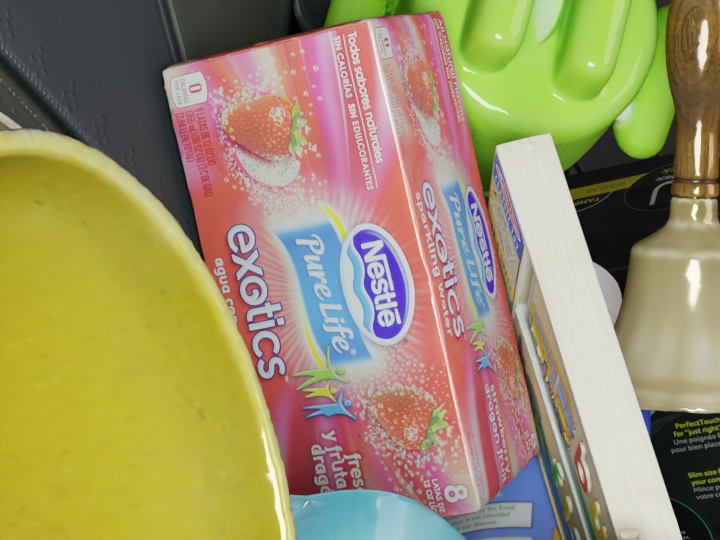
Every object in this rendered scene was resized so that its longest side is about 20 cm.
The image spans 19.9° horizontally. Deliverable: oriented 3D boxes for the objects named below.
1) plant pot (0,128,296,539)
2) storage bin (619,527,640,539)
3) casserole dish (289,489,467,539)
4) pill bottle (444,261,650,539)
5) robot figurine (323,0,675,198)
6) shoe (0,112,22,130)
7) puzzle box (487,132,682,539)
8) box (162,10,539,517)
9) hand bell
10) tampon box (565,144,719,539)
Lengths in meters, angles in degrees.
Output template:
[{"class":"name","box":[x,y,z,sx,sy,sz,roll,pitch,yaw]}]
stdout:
[{"class":"plant pot","box":[-0.119,0.079,0.475,0.200,0.141,0.201,-11,90,-68]},{"class":"storage bin","box":[0.044,0.209,0.694,0.200,0.094,0.199,-10,122,-46]},{"class":"casserole dish","box":[-0.004,0.138,0.742,0.200,0.121,0.039,49,28,-51]},{"class":"pill bottle","box":[0.085,0.093,0.993,0.112,0.112,0.201,53,34,-46]},{"class":"robot figurine","box":[0.070,-0.101,0.968,0.200,0.175,0.116,126,-23,-75]},{"class":"shoe","box":[-0.127,-0.035,0.621,0.200,0.053,0.070,40,44,-57]},{"class":"puzzle box","box":[0.090,0.060,0.857,0.133,0.025,0.201,91,-15,-67]},{"class":"box","box":[0.000,0.000,0.854,0.103,0.094,0.201,-23,101,-69]},{"class":"hand bell","box":[0.150,-0.044,0.913,0.104,0.104,0.201,-16,109,-67]},{"class":"tampon box","box":[0.178,0.049,1.184,0.126,0.149,0.201,-65,138,-54]}]
